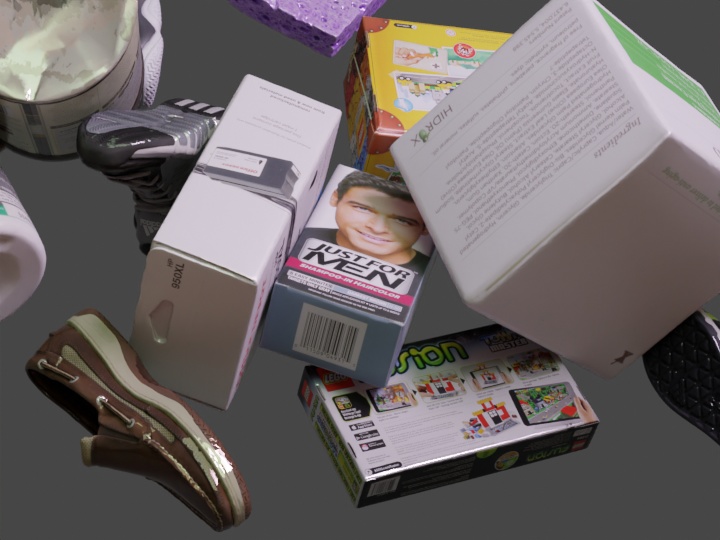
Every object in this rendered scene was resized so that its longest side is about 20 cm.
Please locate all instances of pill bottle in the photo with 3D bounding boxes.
[{"bbox_3d":[-0.317,-0.059,1.345,0.112,0.114,0.201,-14,53,-28],"label":"pill bottle"}]

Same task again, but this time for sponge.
[{"bbox_3d":[-0.025,-0.278,1.702,0.111,0.030,0.200,28,46,11],"label":"sponge"}]

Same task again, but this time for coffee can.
[{"bbox_3d":[-0.236,-0.174,1.385,0.145,0.200,0.148,1,82,-6],"label":"coffee can"}]

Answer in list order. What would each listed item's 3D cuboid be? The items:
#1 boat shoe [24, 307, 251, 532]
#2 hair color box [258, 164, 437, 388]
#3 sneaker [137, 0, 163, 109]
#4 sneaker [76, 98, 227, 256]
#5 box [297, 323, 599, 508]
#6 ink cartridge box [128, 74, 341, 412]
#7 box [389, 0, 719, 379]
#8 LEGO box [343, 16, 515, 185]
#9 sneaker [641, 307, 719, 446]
[{"bbox_3d":[-0.158,0.116,1.263,0.075,0.075,0.202,-34,56,-22],"label":"boat shoe"},{"bbox_3d":[0.000,0.000,1.385,0.098,0.061,0.200,18,30,4],"label":"hair color box"},{"bbox_3d":[-0.230,-0.222,1.553,0.113,0.076,0.201,3,49,-17],"label":"sneaker"},{"bbox_3d":[-0.155,-0.060,1.383,0.074,0.117,0.200,16,15,18],"label":"sneaker"},{"bbox_3d":[0.065,0.101,1.358,0.198,0.035,0.111,-11,51,-25],"label":"box"},{"bbox_3d":[-0.092,-0.021,1.351,0.083,0.145,0.201,20,45,4],"label":"ink cartridge box"},{"bbox_3d":[0.172,-0.061,1.382,0.198,0.200,0.172,27,30,-46],"label":"box"},{"bbox_3d":[0.093,-0.130,1.559,0.198,0.078,0.150,6,46,-12],"label":"LEGO box"},{"bbox_3d":[0.296,0.101,1.420,0.082,0.072,0.200,3,42,-48],"label":"sneaker"}]
